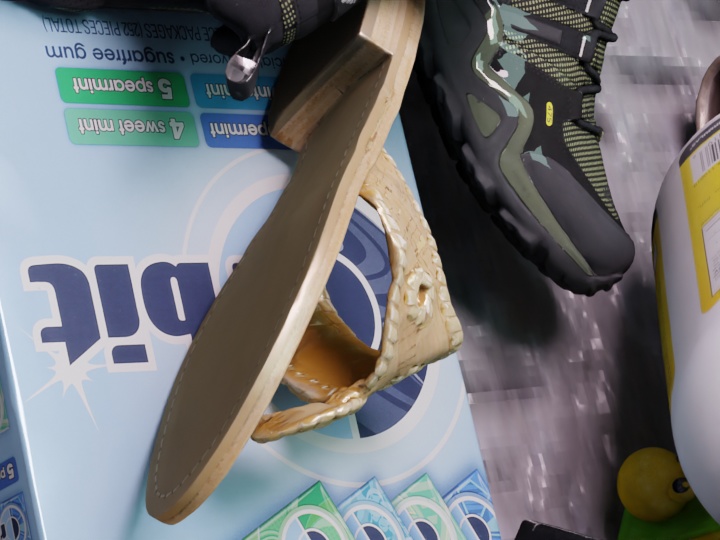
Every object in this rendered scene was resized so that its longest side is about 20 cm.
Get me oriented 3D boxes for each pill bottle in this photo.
[{"bbox_3d":[0.153,0.026,0.889,0.112,0.112,0.200,43,21,-18],"label":"pill bottle"}]

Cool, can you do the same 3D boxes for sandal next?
[{"bbox_3d":[0.003,-0.003,0.809,0.070,0.078,0.212,31,47,-18],"label":"sandal"}]

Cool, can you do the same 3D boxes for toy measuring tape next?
[{"bbox_3d":[0.169,0.117,0.967,0.200,0.073,0.074,37,50,-23],"label":"toy measuring tape"}]

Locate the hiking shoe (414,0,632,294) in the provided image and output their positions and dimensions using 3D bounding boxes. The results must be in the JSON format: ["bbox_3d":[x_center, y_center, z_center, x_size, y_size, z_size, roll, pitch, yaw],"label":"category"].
[{"bbox_3d":[0.063,-0.093,0.923,0.100,0.076,0.201,-23,97,0],"label":"hiking shoe"}]

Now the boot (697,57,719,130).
[{"bbox_3d":[0.194,-0.058,1.067,0.146,0.070,0.201,14,58,-30],"label":"boot"}]

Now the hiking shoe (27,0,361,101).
[{"bbox_3d":[-0.079,-0.130,0.822,0.200,0.076,0.101,34,59,25],"label":"hiking shoe"}]

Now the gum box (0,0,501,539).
[{"bbox_3d":[-0.049,0.020,0.839,0.170,0.045,0.201,-1,70,-41],"label":"gum box"}]

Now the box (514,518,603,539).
[{"bbox_3d":[0.144,0.161,0.864,0.200,0.141,0.079,32,76,-25],"label":"box"}]
